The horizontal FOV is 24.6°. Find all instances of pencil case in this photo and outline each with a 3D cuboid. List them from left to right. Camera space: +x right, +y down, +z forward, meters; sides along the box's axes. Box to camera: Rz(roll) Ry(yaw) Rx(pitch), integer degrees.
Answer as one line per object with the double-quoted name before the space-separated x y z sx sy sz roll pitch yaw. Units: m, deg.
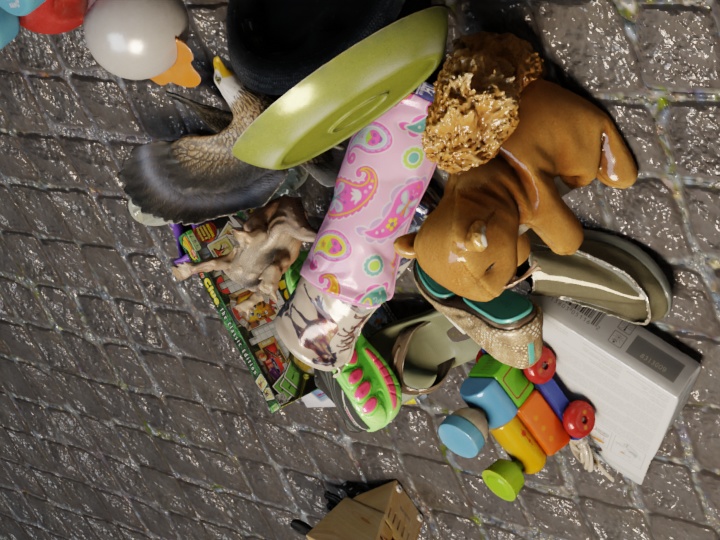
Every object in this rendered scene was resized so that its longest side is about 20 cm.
"pencil case" 0.000 0.000 1.519 0.089 0.078 0.201 37 112 10
"pencil case" 0.019 -0.069 1.411 0.087 0.087 0.201 27 100 25

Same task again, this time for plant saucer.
"plant saucer" -0.008 -0.133 1.275 0.031 0.199 0.200 56 148 4

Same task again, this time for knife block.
"knife block" -0.020 0.322 1.915 0.175 0.200 0.064 -27 110 25

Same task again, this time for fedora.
"fedora" -0.014 -0.214 1.340 0.200 0.202 0.091 7 168 43

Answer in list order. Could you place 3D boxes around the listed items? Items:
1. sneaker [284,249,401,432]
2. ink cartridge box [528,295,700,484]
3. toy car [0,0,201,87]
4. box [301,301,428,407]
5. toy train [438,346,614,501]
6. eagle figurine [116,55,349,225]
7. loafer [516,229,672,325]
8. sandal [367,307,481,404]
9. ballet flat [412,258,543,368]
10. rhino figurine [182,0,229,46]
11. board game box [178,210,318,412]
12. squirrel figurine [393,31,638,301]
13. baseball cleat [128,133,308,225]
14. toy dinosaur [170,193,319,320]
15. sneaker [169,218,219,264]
"sneaker" -0.031 0.072 1.631 0.084 0.076 0.201 -47 59 50
"ink cartridge box" 0.219 0.103 1.524 0.160 0.047 0.200 33 155 16
"toy car" -0.226 -0.232 1.487 0.200 0.184 0.177 49 148 -9
"box" -0.023 0.080 1.758 0.199 0.038 0.137 -7 121 51
"toy train" 0.158 0.166 1.517 0.084 0.116 0.200 -1 132 55
"eagle figurine" -0.108 -0.127 1.525 0.199 0.151 0.152 -25 72 39
"loafer" 0.173 0.002 1.422 0.199 0.070 0.076 24 143 28
"sandal" 0.060 0.084 1.619 0.080 0.057 0.201 44 134 -12
"ballet flat" 0.104 0.036 1.485 0.200 0.070 0.066 -134 24 -61
"rhino figurine" -0.083 -0.227 1.431 0.200 0.087 0.060 46 168 -3
"board game box" -0.095 0.035 1.673 0.023 0.104 0.201 -36 81 48
"squirrel figurine" 0.096 -0.081 1.302 0.141 0.187 0.201 4 130 45
"baseball cleat" -0.142 -0.107 1.650 0.198 0.107 0.070 -11 132 18
"toy dinosaur" -0.085 -0.030 1.554 0.086 0.136 0.200 48 140 -7
"sneaker" -0.150 -0.006 1.731 0.200 0.083 0.081 52 139 1
